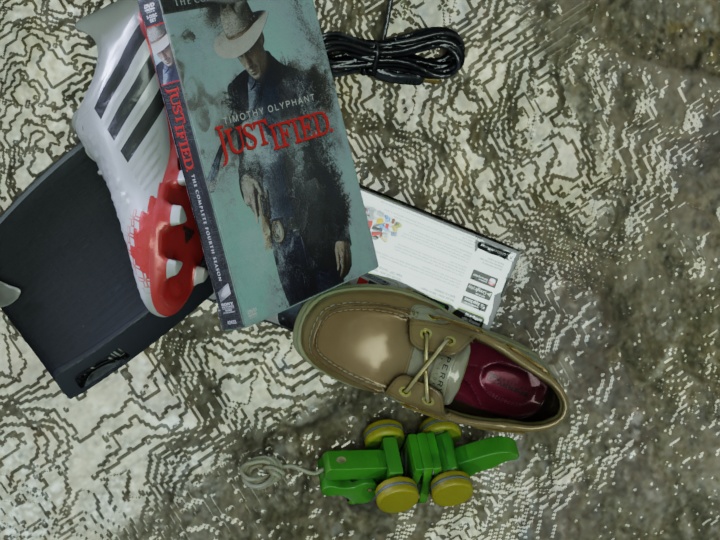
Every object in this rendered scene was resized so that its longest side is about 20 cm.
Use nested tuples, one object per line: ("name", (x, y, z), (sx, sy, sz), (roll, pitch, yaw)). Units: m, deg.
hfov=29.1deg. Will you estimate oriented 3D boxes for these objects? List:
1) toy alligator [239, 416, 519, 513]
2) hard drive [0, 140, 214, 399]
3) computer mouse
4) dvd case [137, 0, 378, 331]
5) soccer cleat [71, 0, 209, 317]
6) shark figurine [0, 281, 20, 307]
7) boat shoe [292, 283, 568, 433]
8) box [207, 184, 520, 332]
("toy alligator", (0.013, 0.145, 0.979), (0.197, 0.060, 0.055), (-5, 140, -9))
("hard drive", (-0.153, -0.027, 0.905), (0.199, 0.042, 0.135), (-40, 82, 1))
("computer mouse", (0.029, -0.226, 0.927), (0.108, 0.044, 0.203), (7, 97, -10))
("dvd case", (-0.059, -0.079, 0.866), (0.145, 0.022, 0.203), (-22, 100, -51))
("soccer cleat", (-0.137, -0.071, 0.858), (0.084, 0.068, 0.203), (-5, 85, 21))
("shark figurine", (-0.280, -0.048, 0.857), (0.127, 0.089, 0.218), (13, 104, 23))
("boat shoe", (0.053, 0.060, 0.919), (0.198, 0.066, 0.075), (14, 96, -23))
("box", (0.000, 0.000, 0.961), (0.198, 0.035, 0.111), (22, 94, -12))
